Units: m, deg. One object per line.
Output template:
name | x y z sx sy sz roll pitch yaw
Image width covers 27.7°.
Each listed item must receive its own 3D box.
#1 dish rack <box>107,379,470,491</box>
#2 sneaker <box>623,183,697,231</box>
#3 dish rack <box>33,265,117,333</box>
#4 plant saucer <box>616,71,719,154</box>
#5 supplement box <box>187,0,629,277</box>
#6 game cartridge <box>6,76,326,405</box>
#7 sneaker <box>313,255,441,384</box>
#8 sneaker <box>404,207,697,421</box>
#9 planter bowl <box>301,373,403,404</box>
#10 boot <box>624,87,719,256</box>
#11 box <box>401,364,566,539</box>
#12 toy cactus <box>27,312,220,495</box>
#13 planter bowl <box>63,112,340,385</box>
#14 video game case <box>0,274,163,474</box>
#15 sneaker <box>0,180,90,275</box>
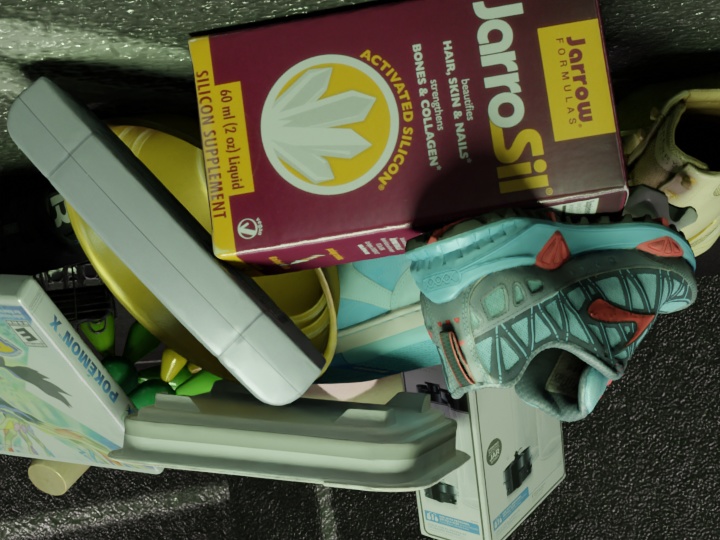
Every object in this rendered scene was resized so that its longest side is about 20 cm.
dish rack | -0.039 0.097 0.904 0.198 0.044 0.171 3 -178 16
sneaker | 0.086 -0.025 0.807 0.198 0.089 0.074 21 173 -7
dish rack | -0.249 0.015 1.066 0.152 0.055 0.200 -7 -156 -10
plant saucer | 0.262 -0.086 1.007 0.198 0.048 0.200 -9 157 9
supplement box | 0.025 -0.069 0.720 0.198 0.111 0.086 -9 172 6
game cartridge | -0.097 -0.011 0.746 0.040 0.200 0.133 -44 179 -4
sneaker | 0.000 0.000 0.934 0.199 0.132 0.079 -14 162 35
sneaker | 0.097 0.026 0.711 0.199 0.097 0.079 0 168 -44
planter bowl | -0.030 0.019 1.061 0.199 0.202 0.134 -11 171 28
boot | 0.159 -0.042 0.905 0.198 0.073 0.156 -14 160 -14
box | 0.086 0.082 1.029 0.060 0.202 0.116 10 -151 36
toy cactus | -0.194 0.101 1.082 0.198 0.103 0.166 11 -138 17
planter bowl | -0.077 -0.030 0.877 0.200 0.201 0.084 -15 -152 49
video game case | -0.244 0.065 0.948 0.198 0.022 0.183 2 140 30
sneaker | -0.225 -0.033 0.962 0.199 0.074 0.112 -14 175 -32
